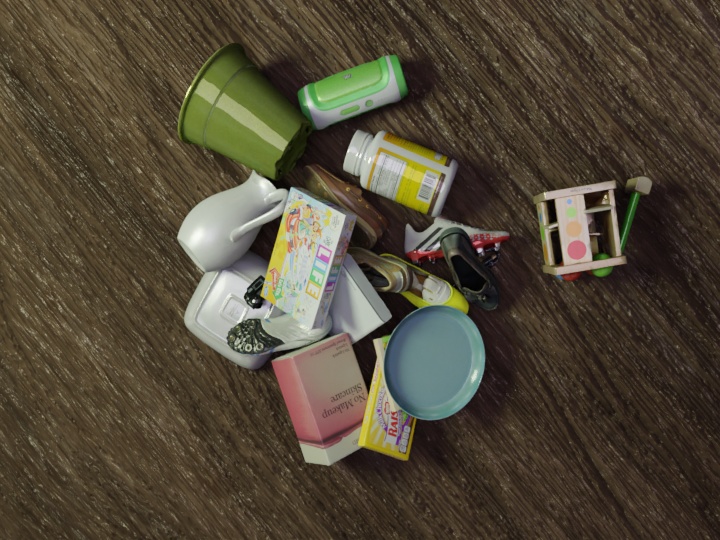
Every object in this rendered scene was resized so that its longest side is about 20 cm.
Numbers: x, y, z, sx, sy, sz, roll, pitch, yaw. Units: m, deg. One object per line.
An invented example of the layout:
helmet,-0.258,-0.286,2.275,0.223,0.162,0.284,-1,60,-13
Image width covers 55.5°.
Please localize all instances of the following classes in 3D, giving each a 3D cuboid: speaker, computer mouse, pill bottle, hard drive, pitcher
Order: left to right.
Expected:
pitcher,-0.221,-0.087,1.228,0.199,0.170,0.122,-42,119,-15
hard drive,-0.029,0.063,1.235,0.026,0.200,0.133,-34,87,-31
speaker,-0.014,-0.328,1.263,0.195,0.088,0.091,-18,90,6
pill bottle,0.072,-0.183,1.248,0.196,0.109,0.112,23,94,5
computer mouse,0.181,0.025,1.283,0.199,0.034,0.059,-42,87,5

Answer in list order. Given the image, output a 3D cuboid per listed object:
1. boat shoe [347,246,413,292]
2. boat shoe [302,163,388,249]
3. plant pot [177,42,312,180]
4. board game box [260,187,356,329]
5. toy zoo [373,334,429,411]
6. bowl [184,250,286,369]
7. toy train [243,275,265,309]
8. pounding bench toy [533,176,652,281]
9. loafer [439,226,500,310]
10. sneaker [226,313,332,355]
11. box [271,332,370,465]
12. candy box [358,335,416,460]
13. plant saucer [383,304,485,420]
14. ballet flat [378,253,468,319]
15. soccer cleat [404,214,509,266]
boat shoe,0.000,0.000,1.234,0.197,0.075,0.074,8,104,43
boat shoe,-0.029,-0.129,1.288,0.200,0.072,0.067,45,63,10
plant pot,-0.192,-0.264,1.224,0.188,0.200,0.203,34,95,5
board game box,-0.091,-0.022,1.168,0.133,0.034,0.205,27,107,33
toy zoo,0.128,0.164,1.258,0.195,0.020,0.135,-15,89,-24
bowl,-0.231,0.072,1.309,0.197,0.075,0.203,32,94,3
toy train,-0.143,-0.007,1.275,0.045,0.034,0.200,36,65,18
pounding bench toy,0.421,-0.072,1.207,0.194,0.124,0.161,-9,91,6
loafer,0.195,0.013,1.217,0.071,0.064,0.201,-23,128,20
sneaker,-0.146,0.116,1.250,0.194,0.073,0.074,-11,69,-3
box,-0.062,0.233,1.254,0.126,0.108,0.205,-20,90,-30
candy box,0.063,0.232,1.250,0.100,0.026,0.205,21,70,-22
plant saucer,0.128,0.161,1.214,0.194,0.027,0.206,-2,95,-18
ballet flat,0.107,0.026,1.248,0.197,0.067,0.067,29,70,20
soccer cleat,0.174,-0.064,1.262,0.194,0.069,0.088,-10,81,13
